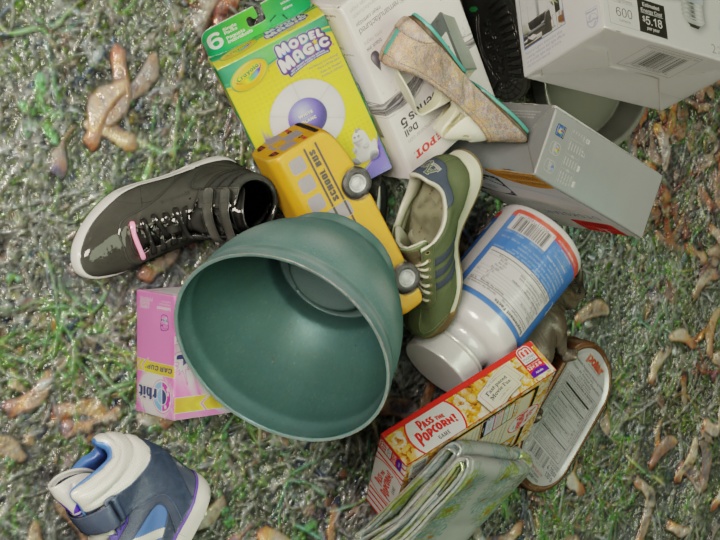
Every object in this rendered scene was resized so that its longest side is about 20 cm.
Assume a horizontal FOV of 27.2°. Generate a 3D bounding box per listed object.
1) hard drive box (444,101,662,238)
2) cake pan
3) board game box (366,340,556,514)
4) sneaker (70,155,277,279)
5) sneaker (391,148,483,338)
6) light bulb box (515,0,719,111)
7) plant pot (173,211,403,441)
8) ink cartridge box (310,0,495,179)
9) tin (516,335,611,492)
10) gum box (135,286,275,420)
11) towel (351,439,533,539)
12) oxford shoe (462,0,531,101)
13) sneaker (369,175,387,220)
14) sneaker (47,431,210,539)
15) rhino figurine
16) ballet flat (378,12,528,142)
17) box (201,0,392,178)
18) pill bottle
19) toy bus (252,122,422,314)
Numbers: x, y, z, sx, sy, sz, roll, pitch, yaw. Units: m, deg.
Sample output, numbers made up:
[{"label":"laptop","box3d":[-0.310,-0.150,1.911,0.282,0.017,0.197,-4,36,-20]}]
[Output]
[{"label":"hard drive box","box3d":[0.202,-0.111,1.609,0.200,0.156,0.077,24,82,-41]},{"label":"cake pan","box3d":[0.266,-0.238,1.722,0.200,0.037,0.201,-9,103,-41]},{"label":"board game box","box3d":[0.104,0.174,1.572,0.200,0.046,0.152,-29,154,-24]},{"label":"sneaker","box3d":[-0.160,-0.046,1.334,0.200,0.099,0.071,-31,119,-33]},{"label":"sneaker","box3d":[0.060,-0.022,1.484,0.090,0.067,0.201,-15,123,-51]},{"label":"light bulb box","box3d":[0.265,-0.290,1.516,0.198,0.125,0.201,8,69,-34]},{"label":"plant pot","box3d":[-0.045,0.032,1.315,0.134,0.200,0.201,-57,133,-48]},{"label":"ink cartridge box","box3d":[0.037,-0.213,1.489,0.145,0.084,0.200,-43,124,-28]},{"label":"tin","box3d":[0.232,0.171,1.767,0.200,0.042,0.112,-56,133,-19]},{"label":"gum box","box3d":[-0.113,0.071,1.416,0.200,0.066,0.114,-4,97,-41]},{"label":"towel","box3d":[0.089,0.252,1.566,0.171,0.048,0.200,-46,155,13]},{"label":"oxford shoe","box3d":[0.149,-0.272,1.554,0.084,0.073,0.201,-4,77,-47]},{"label":"sneaker","box3d":[0.000,0.000,1.511,0.087,0.076,0.201,3,105,-46]},{"label":"sneaker","box3d":[-0.236,0.243,1.340,0.146,0.081,0.200,33,79,-32]},{"label":"rhino figurine","box3d":[0.211,0.071,1.715,0.087,0.060,0.200,46,65,-35]},{"label":"ballet flat","box3d":[0.086,-0.169,1.451,0.067,0.068,0.200,-49,125,1]},{"label":"box","box3d":[-0.060,-0.160,1.409,0.117,0.048,0.200,-28,117,-4]},{"label":"pill bottle","box3d":[0.140,0.034,1.607,0.200,0.112,0.112,-49,126,-20]},{"label":"toy bus","box3d":[-0.018,-0.041,1.398,0.078,0.065,0.200,-34,113,-14]}]
